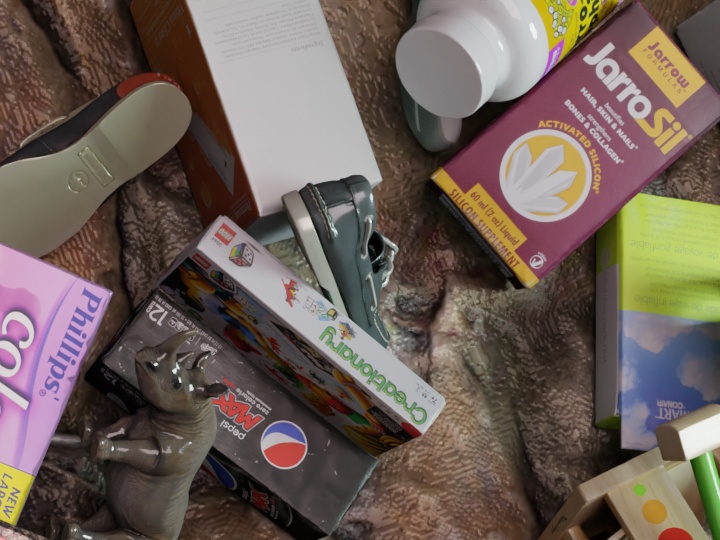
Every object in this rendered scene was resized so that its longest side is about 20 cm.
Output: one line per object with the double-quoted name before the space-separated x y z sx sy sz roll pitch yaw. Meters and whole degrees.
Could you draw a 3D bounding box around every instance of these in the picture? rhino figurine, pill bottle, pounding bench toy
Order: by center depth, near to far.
"rhino figurine" -0.141 0.118 1.477 0.087 0.200 0.060 8 31 -25
"pounding bench toy" 0.233 0.199 1.545 0.124 0.200 0.156 -23 70 -21
"pill bottle" 0.109 -0.189 1.601 0.104 0.104 0.200 48 51 -3

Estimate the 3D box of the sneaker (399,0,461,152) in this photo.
"sneaker" 0.074 -0.185 1.675 0.080 0.070 0.201 7 74 -21

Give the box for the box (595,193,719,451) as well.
"box" 0.240 0.046 1.685 0.122 0.048 0.201 8 73 -17

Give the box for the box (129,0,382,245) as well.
"box" -0.077 -0.127 1.577 0.097 0.124 0.200 -17 82 -22

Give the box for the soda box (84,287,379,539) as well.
"soda box" -0.090 0.104 1.548 0.200 0.063 0.071 38 68 -6

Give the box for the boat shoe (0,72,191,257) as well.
"boat shoe" -0.207 -0.071 1.549 0.200 0.063 0.071 -36 115 -5

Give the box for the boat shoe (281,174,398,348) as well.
"boat shoe" 0.000 0.000 1.538 0.062 0.200 0.073 -26 57 -1

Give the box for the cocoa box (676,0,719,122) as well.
"cocoa box" 0.365 -0.140 1.730 0.131 0.133 0.200 -23 86 -24

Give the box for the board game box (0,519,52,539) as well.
"board game box" -0.278 0.203 1.405 0.200 0.159 0.097 24 70 -13

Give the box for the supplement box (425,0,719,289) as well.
"supplement box" 0.158 -0.091 1.634 0.200 0.086 0.110 -41 90 -1

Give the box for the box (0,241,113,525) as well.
"box" -0.291 0.058 1.457 0.200 0.097 0.176 25 79 -13

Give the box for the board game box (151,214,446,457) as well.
"board game box" -0.045 0.051 1.543 0.200 0.126 0.035 40 67 -6
